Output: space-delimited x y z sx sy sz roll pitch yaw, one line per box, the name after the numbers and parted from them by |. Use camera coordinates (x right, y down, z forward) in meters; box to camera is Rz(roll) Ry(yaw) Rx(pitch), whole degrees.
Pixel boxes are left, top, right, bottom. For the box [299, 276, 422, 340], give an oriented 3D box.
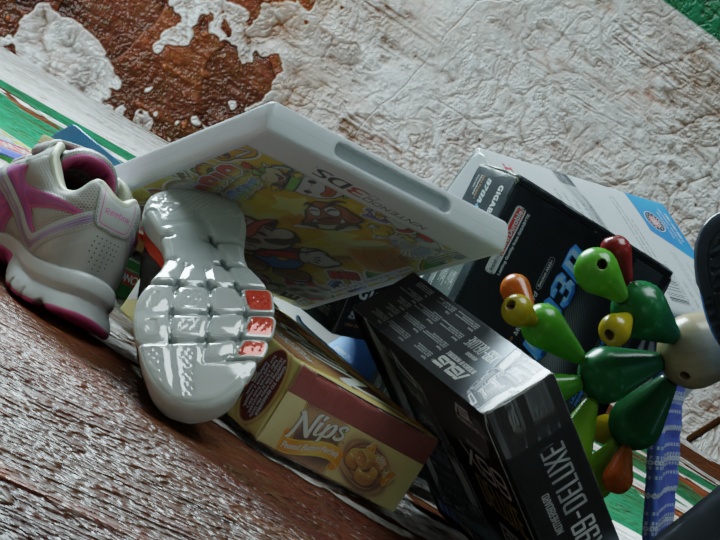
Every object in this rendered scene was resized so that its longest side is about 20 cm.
0.000 0.000 1.603 0.158 0.046 0.200 14 14 -37 | box

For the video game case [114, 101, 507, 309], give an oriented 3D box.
-0.042 -0.033 1.383 0.181 0.023 0.199 26 -25 -32 | video game case

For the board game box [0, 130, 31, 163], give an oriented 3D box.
-0.298 -0.100 1.654 0.134 0.029 0.200 32 3 18 | board game box

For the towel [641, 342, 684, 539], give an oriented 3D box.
0.210 0.136 1.578 0.024 0.202 0.145 3 -2 12 | towel

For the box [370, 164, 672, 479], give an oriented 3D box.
0.100 0.054 1.519 0.158 0.201 0.046 30 -3 -35 | box

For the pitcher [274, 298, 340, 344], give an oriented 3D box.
-0.015 -0.006 1.807 0.121 0.173 0.199 -19 39 -40 | pitcher

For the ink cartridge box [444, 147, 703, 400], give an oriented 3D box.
0.161 0.005 1.688 0.199 0.084 0.146 14 36 -38 | ink cartridge box

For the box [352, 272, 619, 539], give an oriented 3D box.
0.077 0.104 1.342 0.200 0.050 0.159 38 -25 62 | box

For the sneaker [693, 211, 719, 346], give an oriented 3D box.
0.256 0.057 1.354 0.201 0.066 0.078 58 4 6 | sneaker

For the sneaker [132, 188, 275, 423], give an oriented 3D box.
-0.091 0.035 1.281 0.076 0.082 0.201 9 32 -7 | sneaker

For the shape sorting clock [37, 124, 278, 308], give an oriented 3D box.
-0.139 -0.028 1.566 0.200 0.039 0.200 40 -2 2 | shape sorting clock

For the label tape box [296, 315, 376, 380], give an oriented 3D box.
0.063 0.089 1.654 0.200 0.066 0.143 41 -3 -38 | label tape box

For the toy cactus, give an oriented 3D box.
0.164 0.056 1.389 0.164 0.201 0.102 -14 32 -13 | toy cactus

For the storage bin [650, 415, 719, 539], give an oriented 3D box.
0.224 0.172 1.396 0.146 0.134 0.200 56 6 8 | storage bin

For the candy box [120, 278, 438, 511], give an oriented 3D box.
-0.052 0.062 1.385 0.115 0.056 0.200 30 4 -36 | candy box

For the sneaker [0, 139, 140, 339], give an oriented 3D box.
-0.179 -0.034 1.363 0.081 0.089 0.200 29 4 -37 | sneaker

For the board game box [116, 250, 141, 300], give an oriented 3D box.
-0.147 0.004 1.622 0.199 0.029 0.134 29 5 -42 | board game box
